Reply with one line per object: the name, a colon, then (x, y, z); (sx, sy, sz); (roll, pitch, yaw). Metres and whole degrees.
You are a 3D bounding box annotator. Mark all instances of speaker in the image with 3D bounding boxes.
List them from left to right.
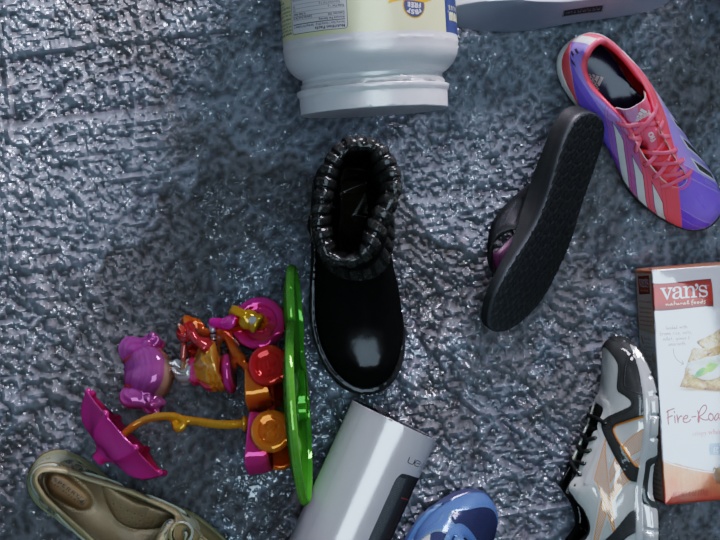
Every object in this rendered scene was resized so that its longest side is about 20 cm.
speaker: (-0.012, 0.211, 1.610); (0.081, 0.081, 0.201); (25, 87, -6)

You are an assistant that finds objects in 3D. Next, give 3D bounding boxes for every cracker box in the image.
cracker box: (0.311, 0.093, 1.658); (0.133, 0.058, 0.202); (-4, 90, -7)

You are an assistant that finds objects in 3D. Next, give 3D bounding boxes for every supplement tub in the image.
supplement tub: (0.005, -0.229, 1.576); (0.144, 0.145, 0.202); (-4, 91, -7)

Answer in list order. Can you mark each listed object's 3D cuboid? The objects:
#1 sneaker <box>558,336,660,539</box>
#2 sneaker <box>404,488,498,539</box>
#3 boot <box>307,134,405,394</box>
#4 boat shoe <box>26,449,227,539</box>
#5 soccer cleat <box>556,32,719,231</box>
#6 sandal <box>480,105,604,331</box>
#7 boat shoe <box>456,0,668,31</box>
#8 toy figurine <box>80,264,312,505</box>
sneaker: (0.210, 0.157, 1.640); (0.079, 0.074, 0.202); (-1, 90, -5)
sneaker: (0.063, 0.260, 1.589); (0.200, 0.082, 0.074); (-46, 124, -33)
boot: (-0.003, 0.000, 1.570); (0.079, 0.158, 0.213); (-9, 91, -6)
boat shoe: (-0.187, 0.217, 1.597); (0.199, 0.063, 0.074); (28, 87, -7)
soccer cleat: (0.240, -0.115, 1.640); (0.068, 0.073, 0.201); (-37, 94, -5)
sandal: (0.147, -0.045, 1.638); (0.075, 0.048, 0.202); (17, 97, -51)
boat shoe: (0.164, -0.249, 1.637); (0.198, 0.070, 0.067); (-8, 74, -4)
toy figurine: (-0.137, 0.097, 1.583); (0.182, 0.150, 0.202); (-4, 69, 3)
